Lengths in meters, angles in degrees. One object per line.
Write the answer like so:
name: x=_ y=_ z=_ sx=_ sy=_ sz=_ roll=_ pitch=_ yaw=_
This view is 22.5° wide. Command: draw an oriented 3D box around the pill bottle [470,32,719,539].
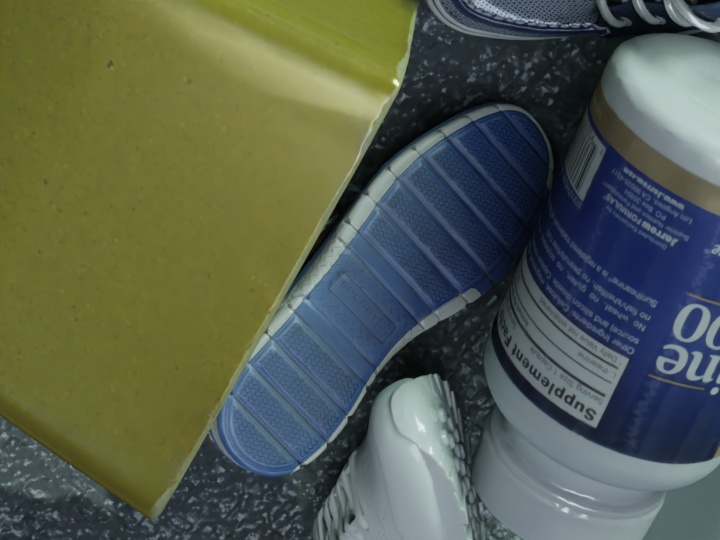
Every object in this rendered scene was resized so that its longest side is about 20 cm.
pill bottle: x=0.116 y=0.017 z=0.733 sx=0.110 sy=0.111 sz=0.201 roll=16 pitch=120 yaw=-9

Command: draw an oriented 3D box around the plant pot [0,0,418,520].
plant pot: x=-0.109 y=-0.064 z=0.710 sx=0.199 sy=0.196 sz=0.195 roll=29 pitch=109 yaw=-6

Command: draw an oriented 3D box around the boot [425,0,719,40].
boot: x=0.124 y=-0.128 z=0.741 sx=0.198 sy=0.091 sz=0.074 roll=-11 pitch=113 yaw=1

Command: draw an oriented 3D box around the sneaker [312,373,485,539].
sneaker: x=0.015 y=0.115 z=0.812 sx=0.079 sy=0.077 sz=0.201 roll=-3 pitch=144 yaw=5

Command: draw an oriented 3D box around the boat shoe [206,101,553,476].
boat shoe: x=0.000 y=0.000 z=0.794 sx=0.200 sy=0.072 sz=0.072 roll=-44 pitch=109 yaw=-13

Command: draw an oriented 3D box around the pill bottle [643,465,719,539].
pill bottle: x=0.233 y=0.163 z=0.858 sx=0.199 sy=0.114 sz=0.114 roll=35 pitch=107 yaw=-16
